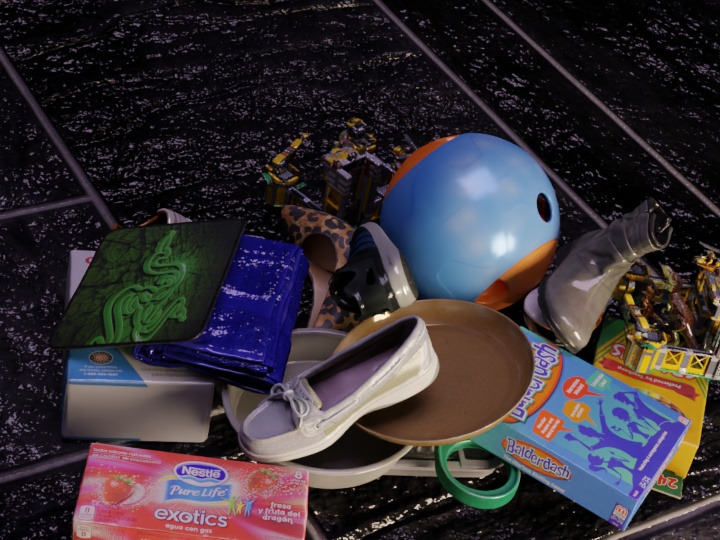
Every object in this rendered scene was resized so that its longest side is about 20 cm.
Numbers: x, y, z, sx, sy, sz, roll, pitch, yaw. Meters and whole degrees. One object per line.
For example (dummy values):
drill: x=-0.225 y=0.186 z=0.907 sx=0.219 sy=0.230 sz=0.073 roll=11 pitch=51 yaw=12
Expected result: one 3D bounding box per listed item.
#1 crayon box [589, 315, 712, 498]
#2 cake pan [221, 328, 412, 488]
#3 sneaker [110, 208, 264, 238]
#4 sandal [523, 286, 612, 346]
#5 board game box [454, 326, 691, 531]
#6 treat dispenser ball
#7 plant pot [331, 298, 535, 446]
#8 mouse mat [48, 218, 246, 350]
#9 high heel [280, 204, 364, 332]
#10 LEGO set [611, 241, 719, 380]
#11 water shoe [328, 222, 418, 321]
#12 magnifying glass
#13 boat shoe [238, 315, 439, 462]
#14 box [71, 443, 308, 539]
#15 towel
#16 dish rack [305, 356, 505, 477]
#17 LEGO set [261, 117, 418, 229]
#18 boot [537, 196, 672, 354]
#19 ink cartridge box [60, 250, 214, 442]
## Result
crayon box: x=0.299 y=0.141 z=1.570 sx=0.126 sy=0.051 sz=0.200 roll=17 pitch=40 yaw=6
cake pan: x=-0.037 y=0.135 z=1.437 sx=0.199 sy=0.037 sz=0.201 roll=7 pitch=39 yaw=-5
sneaker: x=-0.182 y=-0.026 z=1.627 sx=0.199 sy=0.085 sz=0.073 roll=-6 pitch=40 yaw=-23
sandal: x=0.233 y=0.054 z=1.661 sx=0.079 sy=0.059 sz=0.206 roll=33 pitch=22 yaw=16
board game box: x=0.205 y=0.150 z=1.453 sx=0.199 sy=0.045 sz=0.152 roll=28 pitch=38 yaw=17
treat dispenser ball: x=0.121 y=-0.051 z=1.639 sx=0.200 sy=0.202 sz=0.201 roll=7 pitch=39 yaw=-6
plant pot: x=0.069 y=0.101 z=1.421 sx=0.199 sy=0.028 sz=0.201 roll=-6 pitch=39 yaw=5
mouse mat: x=-0.207 y=0.010 z=1.459 sx=0.160 sy=0.008 sz=0.200 roll=-4 pitch=37 yaw=15
high heel: x=-0.055 y=0.004 z=1.627 sx=0.142 sy=0.072 sz=0.200 roll=-23 pitch=59 yaw=-43
LEGO set: x=0.350 y=0.023 z=1.593 sx=0.153 sy=0.116 sz=0.200 roll=15 pitch=31 yaw=2
water shoe: x=0.000 y=0.000 z=1.524 sx=0.079 sy=0.072 sz=0.200 roll=-22 pitch=12 yaw=-6
magnifying glass: x=0.089 y=0.154 z=1.457 sx=0.079 sy=0.022 sz=0.200 roll=-11 pitch=43 yaw=-25
boat shoe: x=-0.024 y=0.107 z=1.358 sx=0.201 sy=0.065 sz=0.075 roll=-25 pitch=41 yaw=-6
box: x=-0.150 y=0.231 z=1.308 sx=0.199 sy=0.103 sz=0.095 roll=7 pitch=38 yaw=-3
towel: x=-0.132 y=0.029 z=1.469 sx=0.147 sy=0.050 sz=0.200 roll=15 pitch=38 yaw=-3
dish rack: x=0.043 y=0.148 z=1.504 sx=0.199 sy=0.044 sz=0.172 roll=4 pitch=40 yaw=-10
LEGO set: x=-0.011 y=-0.129 z=1.752 sx=0.199 sy=0.116 sz=0.154 roll=-18 pitch=47 yaw=-33
boot: x=0.260 y=-0.005 z=1.549 sx=0.068 sy=0.130 sz=0.200 roll=47 pitch=31 yaw=-14
ink cartridge box: x=-0.227 y=0.072 z=1.495 sx=0.144 sy=0.085 sz=0.200 roll=3 pitch=38 yaw=-12
